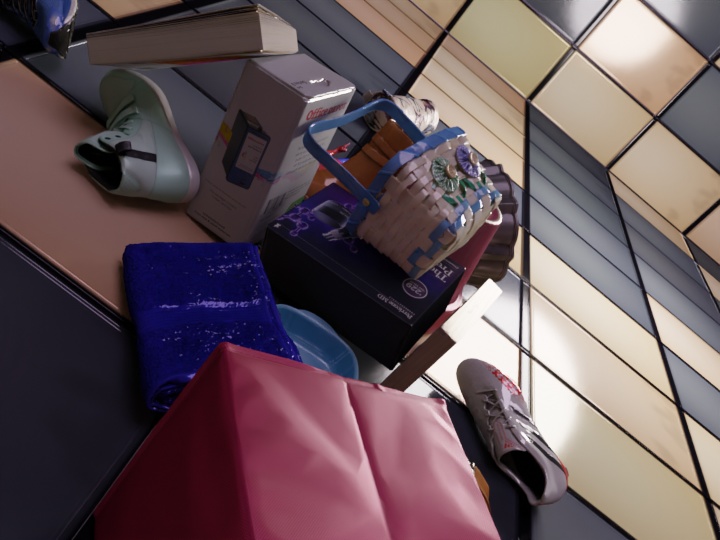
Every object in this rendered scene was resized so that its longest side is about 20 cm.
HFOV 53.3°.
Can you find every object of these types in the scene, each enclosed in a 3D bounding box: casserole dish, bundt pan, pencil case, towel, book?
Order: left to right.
[{"bbox_3d":[-0.183,-0.252,0.809,0.134,0.197,0.049,-46,131,-74],"label":"book"},{"bbox_3d":[-0.135,0.040,0.659,0.146,0.050,0.201,4,36,-29],"label":"towel"},{"bbox_3d":[-0.063,0.115,0.707,0.120,0.039,0.201,34,28,-14],"label":"casserole dish"},{"bbox_3d":[0.086,-0.324,1.475,0.199,0.077,0.090,-10,76,-56],"label":"pencil case"},{"bbox_3d":[0.160,-0.071,1.107,0.075,0.203,0.203,-1,44,-20],"label":"bundt pan"}]

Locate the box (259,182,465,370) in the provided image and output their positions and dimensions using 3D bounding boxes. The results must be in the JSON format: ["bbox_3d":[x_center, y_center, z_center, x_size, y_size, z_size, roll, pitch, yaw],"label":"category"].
[{"bbox_3d":[0.000,0.000,0.831,0.199,0.079,0.141,34,43,15],"label":"box"}]

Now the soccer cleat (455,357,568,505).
[{"bbox_3d":[0.177,0.193,0.872,0.085,0.069,0.201,0,53,-57],"label":"soccer cleat"}]

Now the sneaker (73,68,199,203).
[{"bbox_3d":[-0.269,-0.161,0.796,0.118,0.074,0.201,-2,51,-54],"label":"sneaker"}]

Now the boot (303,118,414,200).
[{"bbox_3d":[0.002,-0.151,1.039,0.198,0.156,0.077,16,36,-38],"label":"boot"}]

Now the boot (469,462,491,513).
[{"bbox_3d":[0.055,0.204,0.693,0.201,0.073,0.155,54,25,-9],"label":"boot"}]

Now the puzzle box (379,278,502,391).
[{"bbox_3d":[0.091,0.085,0.845,0.025,0.133,0.200,46,27,8],"label":"puzzle box"}]

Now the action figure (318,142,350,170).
[{"bbox_3d":[-0.027,-0.164,1.142,0.199,0.052,0.066,-1,53,-49],"label":"action figure"}]

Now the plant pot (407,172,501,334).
[{"bbox_3d":[0.087,-0.046,0.974,0.199,0.179,0.201,30,29,-19],"label":"plant pot"}]

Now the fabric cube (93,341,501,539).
[{"bbox_3d":[-0.038,0.201,0.449,0.198,0.197,0.200,19,33,-34],"label":"fabric cube"}]

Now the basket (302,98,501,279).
[{"bbox_3d":[0.050,-0.107,0.804,0.200,0.140,0.176,43,42,10],"label":"basket"}]

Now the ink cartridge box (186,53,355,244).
[{"bbox_3d":[-0.102,-0.142,0.840,0.087,0.201,0.145,35,28,7],"label":"ink cartridge box"}]

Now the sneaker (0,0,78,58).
[{"bbox_3d":[-0.406,-0.326,0.873,0.088,0.079,0.200,-1,41,-42],"label":"sneaker"}]
